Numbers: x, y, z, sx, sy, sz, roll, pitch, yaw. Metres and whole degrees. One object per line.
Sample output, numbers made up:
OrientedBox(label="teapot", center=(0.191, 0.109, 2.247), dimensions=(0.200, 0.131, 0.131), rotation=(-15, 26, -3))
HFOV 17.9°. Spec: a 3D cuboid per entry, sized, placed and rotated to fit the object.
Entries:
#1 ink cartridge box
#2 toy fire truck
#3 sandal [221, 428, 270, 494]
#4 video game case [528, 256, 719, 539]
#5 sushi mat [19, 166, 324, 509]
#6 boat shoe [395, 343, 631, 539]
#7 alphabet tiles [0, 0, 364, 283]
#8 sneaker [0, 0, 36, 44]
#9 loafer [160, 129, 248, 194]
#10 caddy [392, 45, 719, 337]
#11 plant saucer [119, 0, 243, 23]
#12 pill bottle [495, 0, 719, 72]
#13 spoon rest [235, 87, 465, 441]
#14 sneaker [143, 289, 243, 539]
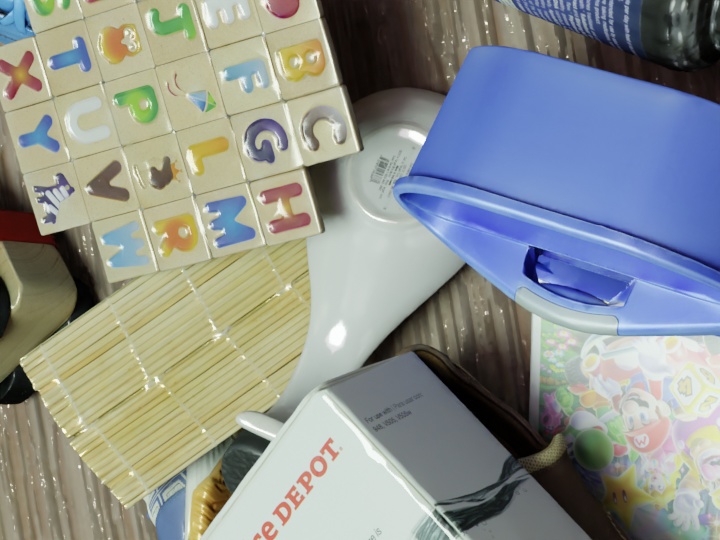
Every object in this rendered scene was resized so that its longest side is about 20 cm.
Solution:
OrientedBox(label="ink cartridge box", center=(0.031, 0.159, 1.057), dimensions=(0.200, 0.083, 0.147), rotation=(47, 122, 15))
OrientedBox(label="toy fire truck", center=(-0.274, -0.007, 1.290), dimensions=(0.176, 0.128, 0.200), rotation=(-41, 65, 27))
OrientedBox(label="sandal", center=(0.021, 0.138, 1.158), dimensions=(0.200, 0.048, 0.075), rotation=(37, 145, 7))
OrientedBox(label="video game case", center=(0.150, 0.095, 1.123), dimensions=(0.143, 0.018, 0.201), rotation=(5, 99, 27))
OrientedBox(label="sushi mat", center=(-0.069, 0.029, 1.175), dimensions=(0.200, 0.012, 0.096), rotation=(-35, 90, -2))
OrientedBox(label="boat shoe", center=(0.079, 0.114, 1.100), dimensions=(0.202, 0.075, 0.075), rotation=(39, 139, 18))
OrientedBox(label="alphabet tiles", center=(-0.096, -0.085, 1.131), dimensions=(0.199, 0.006, 0.167), rotation=(-13, 96, 31))
OrientedBox(label="sneaker", center=(-0.174, -0.139, 1.235), dimensions=(0.200, 0.078, 0.066), rotation=(33, 109, 19))
OrientedBox(label="loafer", center=(-0.066, -0.133, 1.183), dimensions=(0.075, 0.070, 0.201), rotation=(-1, 79, 27))
OrientedBox(label="caddy", center=(0.112, -0.023, 1.045), dimensions=(0.199, 0.141, 0.105), rotation=(18, 81, 29))
OrientedBox(label="plant saucer", center=(-0.060, -0.216, 1.152), dimensions=(0.070, 0.019, 0.201), rotation=(11, 75, 27))
OrientedBox(label="pill bottle", center=(0.127, -0.158, 1.050), dimensions=(0.200, 0.112, 0.112), rotation=(25, 107, 24))
OrientedBox(label="spoon rest", center=(0.000, 0.000, 1.145), dimensions=(0.099, 0.061, 0.201), rotation=(25, 78, 10))
OrientedBox(label="sneaker", center=(-0.093, 0.099, 1.231), dimensions=(0.088, 0.075, 0.201), rotation=(-4, 85, 36))
